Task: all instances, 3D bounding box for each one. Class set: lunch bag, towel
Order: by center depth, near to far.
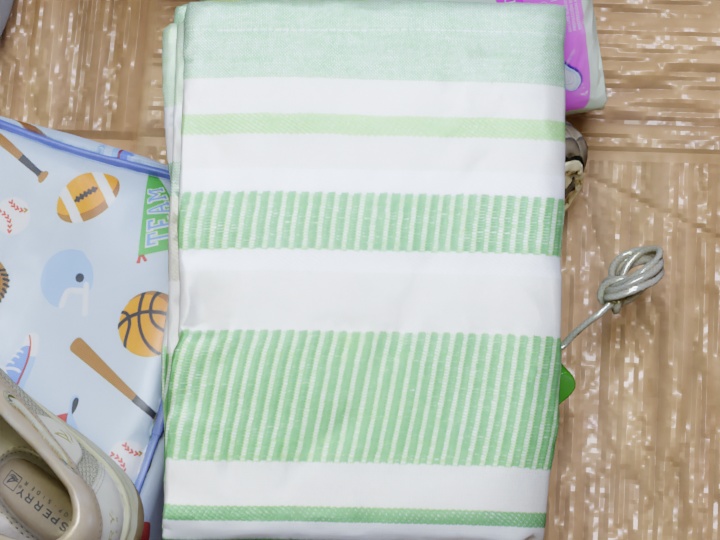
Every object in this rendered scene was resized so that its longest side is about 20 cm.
[{"bbox_3d":[0.000,0.000,0.814,0.151,0.023,0.202,1,82,-1],"label":"towel"},{"bbox_3d":[-0.137,0.038,0.874,0.159,0.076,0.202,16,78,13],"label":"lunch bag"}]

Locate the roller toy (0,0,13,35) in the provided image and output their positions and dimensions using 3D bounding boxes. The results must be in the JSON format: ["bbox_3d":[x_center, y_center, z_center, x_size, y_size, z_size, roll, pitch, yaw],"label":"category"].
[{"bbox_3d":[-0.242,-0.149,0.901,0.182,0.140,0.200,-41,74,-6],"label":"roller toy"}]

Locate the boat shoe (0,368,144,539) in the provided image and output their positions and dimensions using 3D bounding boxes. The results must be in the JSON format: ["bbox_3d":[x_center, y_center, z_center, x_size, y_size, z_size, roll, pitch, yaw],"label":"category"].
[{"bbox_3d":[-0.169,0.048,0.805,0.199,0.065,0.072,34,84,18],"label":"boat shoe"}]

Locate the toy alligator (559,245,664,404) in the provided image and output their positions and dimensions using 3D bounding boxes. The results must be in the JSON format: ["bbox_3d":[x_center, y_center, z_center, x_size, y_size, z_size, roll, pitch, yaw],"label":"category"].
[{"bbox_3d":[0.046,0.067,0.857,0.199,0.059,0.054,-34,116,-4],"label":"toy alligator"}]

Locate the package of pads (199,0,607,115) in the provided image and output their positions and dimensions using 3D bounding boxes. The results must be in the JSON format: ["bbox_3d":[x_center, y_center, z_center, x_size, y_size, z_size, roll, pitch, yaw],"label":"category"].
[{"bbox_3d":[0.006,-0.141,0.844,0.153,0.201,0.068,-10,33,7],"label":"package of pads"}]

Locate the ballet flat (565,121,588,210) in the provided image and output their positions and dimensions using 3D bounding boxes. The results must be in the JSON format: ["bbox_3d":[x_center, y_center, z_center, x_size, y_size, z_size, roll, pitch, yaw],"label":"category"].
[{"bbox_3d":[0.019,0.017,0.853,0.200,0.068,0.046,-40,57,-12],"label":"ballet flat"}]
